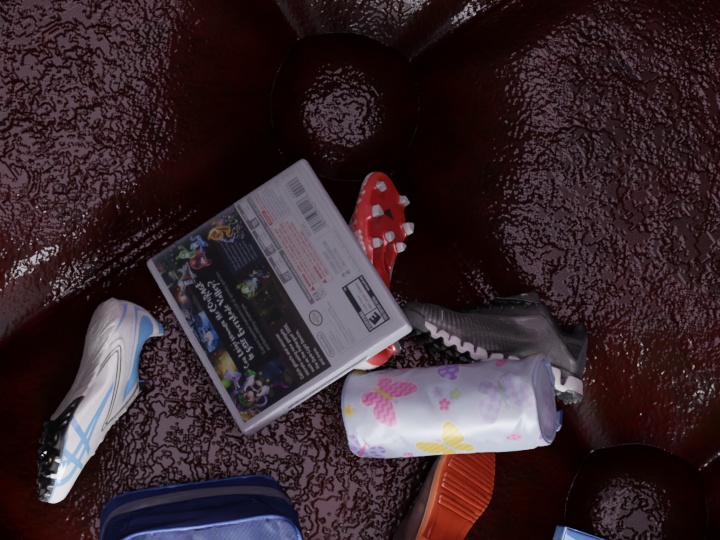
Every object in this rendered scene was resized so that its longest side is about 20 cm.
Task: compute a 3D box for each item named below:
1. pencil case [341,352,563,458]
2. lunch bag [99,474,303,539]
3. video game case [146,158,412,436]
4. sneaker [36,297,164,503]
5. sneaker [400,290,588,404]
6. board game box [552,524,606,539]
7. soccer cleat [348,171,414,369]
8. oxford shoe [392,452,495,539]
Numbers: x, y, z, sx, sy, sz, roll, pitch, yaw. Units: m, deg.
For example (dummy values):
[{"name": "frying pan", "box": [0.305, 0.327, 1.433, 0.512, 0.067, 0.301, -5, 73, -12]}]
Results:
[{"name": "pencil case", "box": [0.082, 0.124, 1.390, 0.200, 0.083, 0.091, -8, 51, 18]}, {"name": "lunch bag", "box": [-0.150, 0.269, 1.357, 0.200, 0.132, 0.136, -5, 101, -10]}, {"name": "video game case", "box": [-0.078, 0.023, 1.391, 0.182, 0.023, 0.200, -33, 69, 2]}, {"name": "sneaker", "box": [-0.242, 0.125, 1.387, 0.072, 0.072, 0.200, 25, 88, -26]}, {"name": "sneaker", "box": [0.134, 0.056, 1.453, 0.200, 0.066, 0.091, 21, 79, -10]}, {"name": "board game box", "box": [0.265, 0.350, 1.459, 0.200, 0.037, 0.151, 19, 82, -7]}, {"name": "soccer cleat", "box": [0.000, 0.000, 1.435, 0.069, 0.085, 0.200, 25, 59, -46]}, {"name": "oxford shoe", "box": [0.069, 0.227, 1.425, 0.071, 0.073, 0.200, 40, 59, -27]}]
